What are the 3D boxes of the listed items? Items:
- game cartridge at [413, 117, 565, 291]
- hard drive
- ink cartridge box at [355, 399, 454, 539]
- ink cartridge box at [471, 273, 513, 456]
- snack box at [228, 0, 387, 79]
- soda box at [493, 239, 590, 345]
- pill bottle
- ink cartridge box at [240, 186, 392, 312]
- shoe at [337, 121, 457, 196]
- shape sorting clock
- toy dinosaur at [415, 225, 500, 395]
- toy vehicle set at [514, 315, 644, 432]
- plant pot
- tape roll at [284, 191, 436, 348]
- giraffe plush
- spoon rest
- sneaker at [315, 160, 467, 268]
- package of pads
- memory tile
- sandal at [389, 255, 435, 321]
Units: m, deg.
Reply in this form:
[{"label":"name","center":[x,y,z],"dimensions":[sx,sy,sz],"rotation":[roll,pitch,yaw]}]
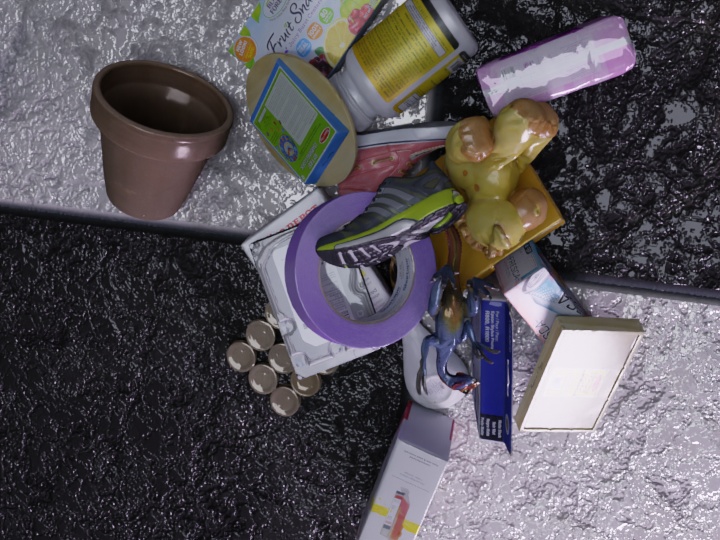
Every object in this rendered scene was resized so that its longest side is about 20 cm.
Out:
[{"label":"game cartridge","center":[0.158,-0.086,1.183],"dimensions":[0.198,0.032,0.179],"rotation":[-34,72,19]},{"label":"hard drive","center":[-0.059,0.034,1.181],"dimensions":[0.137,0.038,0.204],"rotation":[-19,97,3]},{"label":"ink cartridge box","center":[0.066,0.322,1.271],"dimensions":[0.082,0.145,0.204],"rotation":[22,107,3]},{"label":"ink cartridge box","center":[0.179,0.123,1.170],"dimensions":[0.040,0.200,0.205],"rotation":[-1,103,2]},{"label":"snack box","center":[-0.073,-0.345,1.185],"dimensions":[0.141,0.053,0.201],"rotation":[39,109,1]},{"label":"soda box","center":[0.264,0.055,1.165],"dimensions":[0.068,0.064,0.200],"rotation":[-33,124,17]},{"label":"pill bottle","center":[0.052,-0.282,1.144],"dimensions":[0.198,0.113,0.113],"rotation":[-36,95,17]},{"label":"ink cartridge box","center":[-0.062,0.000,1.239],"dimensions":[0.143,0.084,0.202],"rotation":[-34,95,5]},{"label":"shoe","center":[0.053,-0.155,1.200],"dimensions":[0.195,0.071,0.093],"rotation":[-5,104,18]},{"label":"shape sorting clock","center":[-0.082,-0.208,1.176],"dimensions":[0.198,0.039,0.203],"rotation":[30,140,28]},{"label":"toy dinosaur","center":[0.130,0.071,1.111],"dimensions":[0.102,0.204,0.183],"rotation":[7,144,1]},{"label":"toy vehicle set","center":[0.302,0.149,1.184],"dimensions":[0.121,0.027,0.203],"rotation":[3,128,-13]},{"label":"plant pot","center":[-0.297,-0.176,1.219],"dimensions":[0.197,0.201,0.177],"rotation":[27,126,4]},{"label":"tape roll","center":[0.000,0.000,1.127],"dimensions":[0.195,0.065,0.206],"rotation":[0,90,-18]},{"label":"giraffe plush","center":[0.175,-0.104,1.083],"dimensions":[0.197,0.171,0.166],"rotation":[-21,83,29]},{"label":"spoon rest","center":[0.092,0.126,1.263],"dimensions":[0.098,0.061,0.202],"rotation":[-24,116,16]},{"label":"sneaker","center":[0.032,-0.068,1.063],"dimensions":[0.196,0.074,0.082],"rotation":[-23,65,1]},{"label":"package of pads","center":[0.252,-0.266,1.104],"dimensions":[0.196,0.121,0.077],"rotation":[-18,100,14]},{"label":"memory tile","center":[-0.105,0.119,1.323],"dimensions":[0.153,0.017,0.200],"rotation":[43,107,-1]},{"label":"sandal","center":[0.079,0.030,1.234],"dimensions":[0.053,0.080,0.202],"rotation":[-31,100,16]}]
